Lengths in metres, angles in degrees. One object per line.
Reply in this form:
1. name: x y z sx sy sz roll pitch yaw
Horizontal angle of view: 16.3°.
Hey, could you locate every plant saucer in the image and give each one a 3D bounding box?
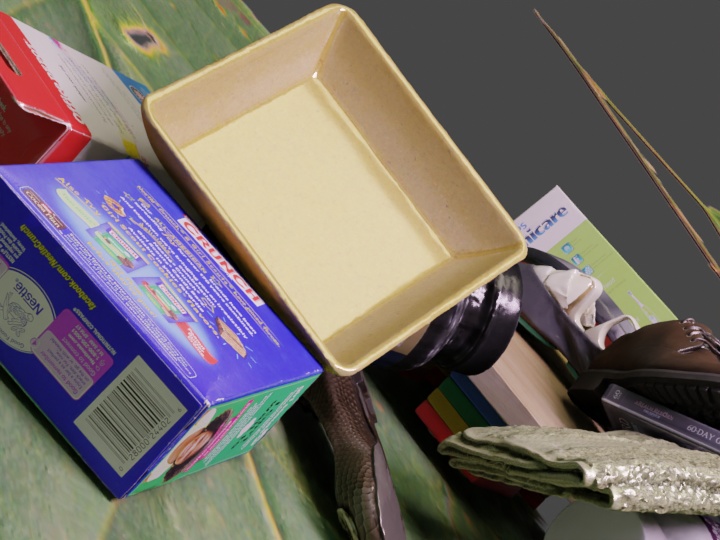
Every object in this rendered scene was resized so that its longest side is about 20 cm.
1. plant saucer: -0.022 -0.044 1.508 0.200 0.048 0.200 -32 83 -45

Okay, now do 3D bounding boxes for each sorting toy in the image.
1. sorting toy: 0.089 0.085 1.778 0.200 0.070 0.199 51 12 27

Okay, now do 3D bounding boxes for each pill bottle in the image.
1. pill bottle: 0.206 0.214 1.660 0.200 0.112 0.112 28 21 -47
2. pill bottle: 0.000 0.000 1.608 0.200 0.112 0.112 19 25 -26

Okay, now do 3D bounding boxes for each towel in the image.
1. towel: 0.163 0.125 1.583 0.200 0.037 0.148 9 2 -43

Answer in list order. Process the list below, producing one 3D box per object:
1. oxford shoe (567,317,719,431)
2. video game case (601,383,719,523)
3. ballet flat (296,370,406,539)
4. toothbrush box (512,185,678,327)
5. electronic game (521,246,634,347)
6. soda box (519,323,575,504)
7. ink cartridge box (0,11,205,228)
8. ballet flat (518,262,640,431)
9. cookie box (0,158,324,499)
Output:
1. oxford shoe: 0.221 0.067 1.711 0.073 0.084 0.200 45 -18 -24
2. video game case: 0.263 0.153 1.691 0.200 0.019 0.143 25 -21 31
3. ballet flat: -0.008 0.113 1.506 0.200 0.046 0.068 -105 178 -54
4. toothbrush box: 0.204 0.045 2.119 0.200 0.086 0.146 51 -3 19
5. electronic game: 0.174 0.068 1.977 0.200 0.042 0.200 50 -17 22
6. soda box: 0.150 0.106 1.904 0.200 0.068 0.064 49 15 21
7. ink cartridge box: -0.183 -0.084 1.516 0.200 0.067 0.116 25 23 -53
8. ballet flat: 0.166 0.046 1.846 0.200 0.073 0.073 49 15 21
9. cookie box: -0.124 0.026 1.351 0.171 0.075 0.200 48 15 10
